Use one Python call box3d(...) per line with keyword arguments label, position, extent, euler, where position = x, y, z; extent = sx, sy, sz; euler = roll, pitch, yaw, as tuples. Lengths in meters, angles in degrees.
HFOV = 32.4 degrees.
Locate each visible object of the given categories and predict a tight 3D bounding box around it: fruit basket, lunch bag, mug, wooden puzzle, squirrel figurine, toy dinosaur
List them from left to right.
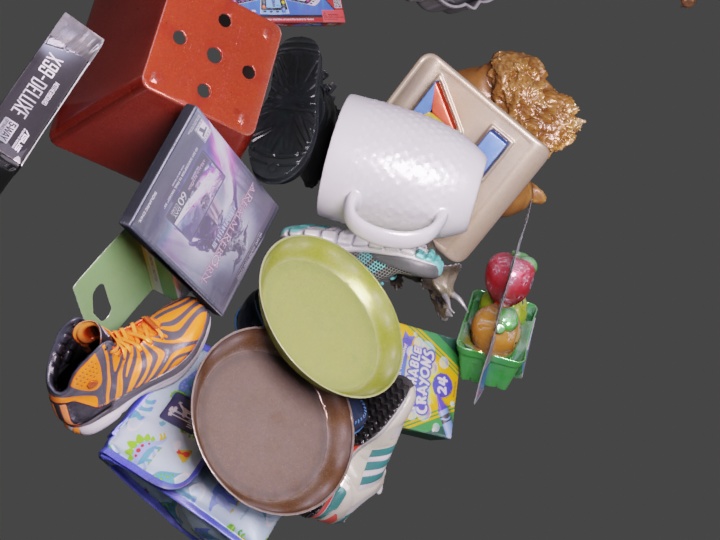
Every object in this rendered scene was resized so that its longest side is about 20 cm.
box3d(label="lunch bag", position=(-0.159, 0.193, 1.348), extent=(0.200, 0.127, 0.171), euler=(38, 61, -5))
box3d(label="mug", position=(0.046, -0.095, 1.421), extent=(0.174, 0.148, 0.201), euler=(16, 41, 4))
box3d(label="toy dinosaur", position=(0.057, -0.031, 1.533), extent=(0.200, 0.102, 0.077), euler=(52, 59, -15))
box3d(label="wooden puzzle", position=(0.102, -0.135, 1.521), extent=(0.200, 0.046, 0.186), euler=(38, 106, -1))
box3d(label="squirrel figurine", position=(0.184, -0.170, 1.581), extent=(0.141, 0.199, 0.188), euler=(-2, 74, -37))
box3d(label="fruit basket", position=(0.184, 0.040, 1.531), extent=(0.093, 0.201, 0.186), euler=(20, 34, 4))

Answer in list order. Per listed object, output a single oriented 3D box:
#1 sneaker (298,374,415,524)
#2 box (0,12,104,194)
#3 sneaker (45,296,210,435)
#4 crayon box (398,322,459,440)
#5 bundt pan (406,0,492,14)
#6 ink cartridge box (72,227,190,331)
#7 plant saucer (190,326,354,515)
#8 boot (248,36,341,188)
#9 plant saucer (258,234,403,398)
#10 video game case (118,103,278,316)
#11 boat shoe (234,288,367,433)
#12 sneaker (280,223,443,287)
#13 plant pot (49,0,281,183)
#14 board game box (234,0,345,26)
box3d(label="sneaker", position=(0.005, 0.212, 1.450), extent=(0.200, 0.070, 0.093), euler=(-54, 139, -1))
box3d(label="box", position=(-0.340, -0.151, 1.242), extent=(0.050, 0.200, 0.159), euler=(34, 64, -16))
box3d(label="sneaker", position=(-0.243, 0.078, 1.299), extent=(0.200, 0.077, 0.113), euler=(-44, 146, -24))
box3d(label="crayon box", position=(0.027, 0.127, 1.516), extent=(0.199, 0.051, 0.127), euler=(16, 73, -29))
box3d(label="bundt pan", position=(0.102, -0.434, 1.647), extent=(0.200, 0.076, 0.204), euler=(6, 79, -32))
box3d(label="ink cartridge box", position=(-0.219, -0.010, 1.331), extent=(0.048, 0.146, 0.201), euler=(25, 61, 15))
box3d(label="plant saucer", position=(-0.095, 0.159, 1.297), extent=(0.199, 0.032, 0.202), euler=(16, 61, -30))
box3d(label="boot", position=(-0.069, -0.152, 1.435), extent=(0.073, 0.163, 0.200), euler=(4, 63, 10))
box3d(label="plant saucer", position=(-0.038, 0.055, 1.359), extent=(0.199, 0.031, 0.201), euler=(27, 44, -29))
box3d(label="video game case", position=(-0.163, -0.059, 1.299), extent=(0.144, 0.019, 0.200), euler=(-64, 147, -18))
box3d(label="boat shoe", position=(-0.069, 0.104, 1.399), extent=(0.200, 0.069, 0.084), euler=(40, 44, 11))
box3d(label="sneaker", position=(0.000, 0.000, 1.468), extent=(0.078, 0.198, 0.092), euler=(-30, 126, -72))
box3d(label="plant pot", position=(-0.195, -0.210, 1.359), extent=(0.199, 0.176, 0.202), euler=(24, 70, -27))
box3d(label="board game box", position=(-0.114, -0.354, 1.530), extent=(0.199, 0.019, 0.104), euler=(-8, 85, -33))
